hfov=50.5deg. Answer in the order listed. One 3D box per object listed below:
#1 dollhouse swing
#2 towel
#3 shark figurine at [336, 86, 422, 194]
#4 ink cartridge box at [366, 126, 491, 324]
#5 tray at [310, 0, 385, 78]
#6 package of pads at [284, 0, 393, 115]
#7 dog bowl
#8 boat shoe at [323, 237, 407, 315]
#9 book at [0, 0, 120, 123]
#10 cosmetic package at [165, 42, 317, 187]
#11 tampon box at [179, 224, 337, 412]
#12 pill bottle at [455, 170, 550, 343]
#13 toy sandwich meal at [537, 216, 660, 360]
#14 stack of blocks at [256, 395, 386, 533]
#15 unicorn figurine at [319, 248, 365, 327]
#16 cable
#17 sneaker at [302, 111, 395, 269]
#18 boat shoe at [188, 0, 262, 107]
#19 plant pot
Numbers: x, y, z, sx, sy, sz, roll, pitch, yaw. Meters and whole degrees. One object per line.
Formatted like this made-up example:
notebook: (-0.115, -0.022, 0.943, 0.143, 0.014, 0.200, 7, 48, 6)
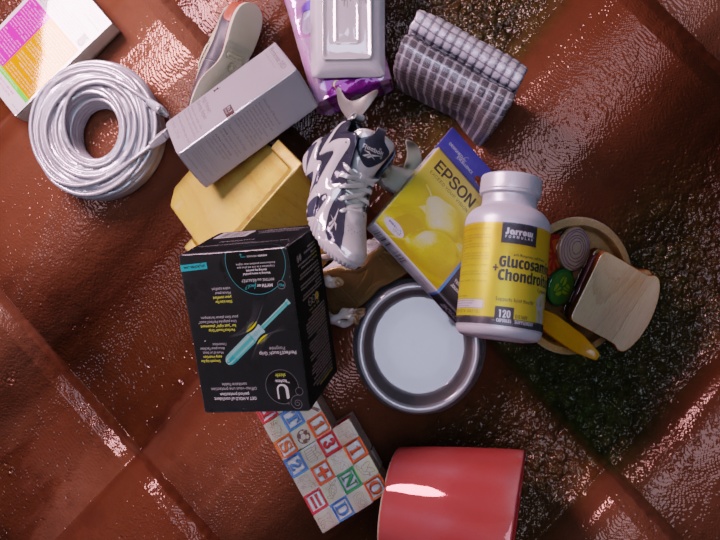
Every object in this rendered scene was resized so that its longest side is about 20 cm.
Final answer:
dollhouse swing: (-0.151, -0.082, 1.122, 0.201, 0.176, 0.181, -47, 126, 2)
towel: (0.126, -0.249, 1.016, 0.163, 0.200, 0.087, 28, 91, 4)
shark figurine: (0.031, -0.150, 1.073, 0.212, 0.089, 0.130, 33, 84, -26)
ink cartridge box: (0.138, -0.061, 1.036, 0.198, 0.047, 0.201, 44, 75, -9)
tray: (-0.018, -0.368, 1.046, 0.104, 0.022, 0.207, 0, 87, 2)
package of pads: (-0.035, -0.340, 1.095, 0.117, 0.076, 0.205, -17, 87, 7)
dog bowl: (0.082, 0.107, 1.083, 0.194, 0.059, 0.207, 0, 90, 6)
boat shoe: (0.000, 0.000, 1.091, 0.196, 0.070, 0.072, -26, 111, 15)
book: (-0.480, -0.345, 1.156, 0.200, 0.048, 0.134, -43, 83, 2)
cosmetic package: (-0.167, -0.218, 1.064, 0.198, 0.074, 0.102, -37, 43, 1)
tampon box: (-0.125, 0.059, 0.967, 0.145, 0.126, 0.206, -3, 104, 16)
pill bottle: (0.183, -0.016, 0.967, 0.109, 0.112, 0.206, 5, 84, 6)
toy sandwich meal: (0.304, 0.028, 1.032, 0.199, 0.070, 0.212, -2, 97, -14)
stack of blocks: (-0.053, 0.249, 1.092, 0.114, 0.059, 0.203, -31, 86, 4)
unicorn figurine: (-0.067, 0.055, 1.057, 0.134, 0.074, 0.206, -9, 99, 22)
cable: (-0.387, -0.207, 1.131, 0.200, 0.069, 0.200, -45, 85, 5)
sneaker: (-0.005, -0.113, 0.961, 0.130, 0.078, 0.203, -44, 40, 37)
boat shoe: (-0.206, -0.299, 1.120, 0.062, 0.070, 0.204, 27, 95, 48)
plant pot: (0.122, 0.325, 1.017, 0.172, 0.200, 0.207, 7, 89, 15)
